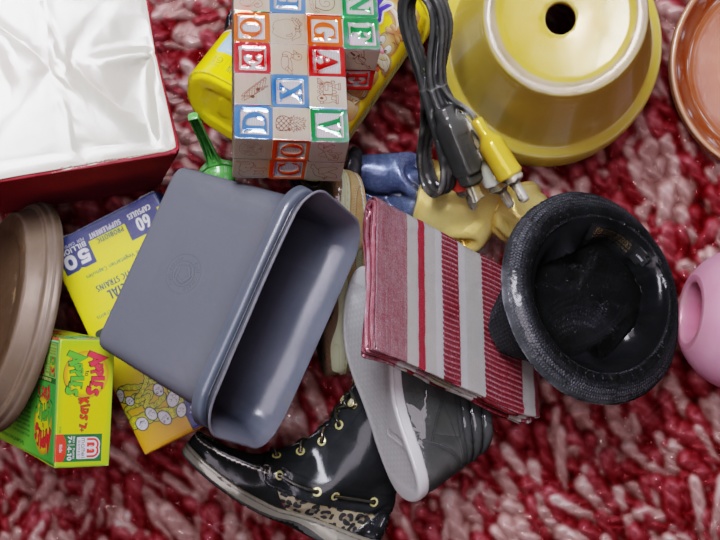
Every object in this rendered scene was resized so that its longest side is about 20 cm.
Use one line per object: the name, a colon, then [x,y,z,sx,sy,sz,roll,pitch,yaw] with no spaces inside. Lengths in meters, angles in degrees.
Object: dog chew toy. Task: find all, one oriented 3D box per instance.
dog chew toy: [0.379,0.049,1.045,0.198,0.125,0.126,8,90,-4]

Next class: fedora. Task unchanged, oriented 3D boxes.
fedora: [0.178,0.032,1.038,0.199,0.091,0.203,12,66,-29]

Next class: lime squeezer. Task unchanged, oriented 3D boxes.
lime squeezer: [-0.127,-0.063,1.087,0.037,0.071,0.202,-2,123,16]

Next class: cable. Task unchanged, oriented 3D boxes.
cable: [0.072,-0.139,1.007,0.050,0.097,0.202,-26,101,-37]

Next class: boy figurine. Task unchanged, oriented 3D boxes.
boy figurine: [0.082,-0.068,1.085,0.198,0.064,0.126,7,107,2]

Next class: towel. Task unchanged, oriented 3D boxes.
towel: [0.077,0.037,1.024,0.023,0.199,0.145,-27,49,40]

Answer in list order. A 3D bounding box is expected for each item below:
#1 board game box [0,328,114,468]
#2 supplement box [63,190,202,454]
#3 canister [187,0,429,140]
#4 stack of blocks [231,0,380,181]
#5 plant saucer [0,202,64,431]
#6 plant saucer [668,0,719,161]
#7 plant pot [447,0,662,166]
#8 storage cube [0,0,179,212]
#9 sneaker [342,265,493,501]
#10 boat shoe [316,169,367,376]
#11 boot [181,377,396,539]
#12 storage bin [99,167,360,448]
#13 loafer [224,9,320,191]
board game box: [-0.270,0.103,1.046,0.047,0.199,0.103,2,90,-31]
supplement box: [-0.177,0.045,1.080,0.108,0.110,0.201,-26,88,3]
canister: [-0.039,-0.190,1.042,0.148,0.087,0.201,29,62,6]
stack of blocks: [-0.044,-0.171,0.951,0.114,0.059,0.202,1,63,-7]
plant saucer: [-0.304,0.037,1.042,0.029,0.200,0.202,14,91,-31]
plant saucer: [0.376,-0.183,1.088,0.198,0.032,0.203,0,90,4]
plant pot: [0.162,-0.197,1.023,0.198,0.189,0.203,0,90,4]
storage cube: [-0.259,-0.154,1.030,0.198,0.180,0.173,-10,88,-15]
sneaker: [0.052,0.086,1.039,0.098,0.070,0.202,-18,93,-32]
boat shoe: [0.000,0.000,1.068,0.075,0.072,0.202,-5,125,-10]
boot: [-0.042,0.150,1.084,0.202,0.073,0.155,29,89,-12]
storage bin: [-0.106,0.020,0.970,0.133,0.145,0.202,22,84,25]
loafer: [-0.068,-0.157,1.098,0.071,0.063,0.202,-24,88,3]
